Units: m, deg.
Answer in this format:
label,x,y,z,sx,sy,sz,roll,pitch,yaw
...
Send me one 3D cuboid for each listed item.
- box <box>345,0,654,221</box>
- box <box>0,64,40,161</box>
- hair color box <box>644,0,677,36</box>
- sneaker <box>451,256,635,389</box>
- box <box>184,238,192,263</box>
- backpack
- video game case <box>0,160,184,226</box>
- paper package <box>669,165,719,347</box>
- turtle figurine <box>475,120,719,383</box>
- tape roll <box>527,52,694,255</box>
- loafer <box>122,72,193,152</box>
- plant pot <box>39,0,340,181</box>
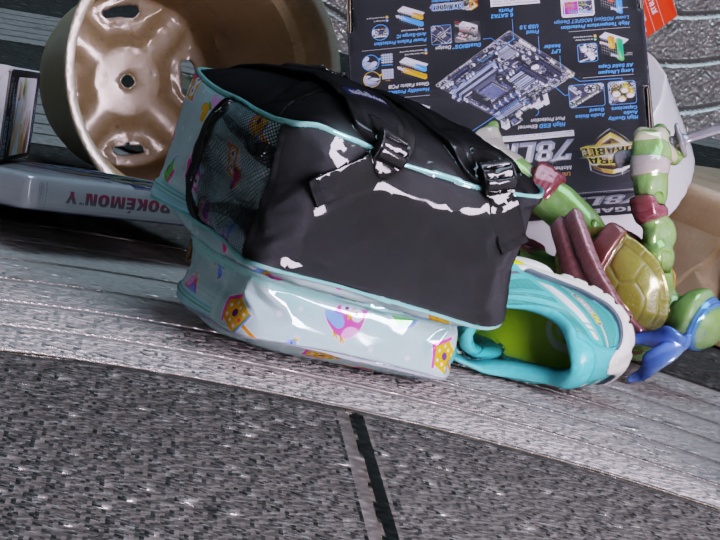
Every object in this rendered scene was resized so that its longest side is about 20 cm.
label,x,y,z,sx,sy,sz,roll,pitch,yaw
box,0.091,-0.130,1.827,0.199,0.200,0.050,-5,-19,5
box,-0.270,-0.107,1.762,0.116,0.061,0.200,8,3,-1
hair color box,0.107,-0.162,1.938,0.199,0.064,0.111,-34,34,-17
sneaker,0.059,0.018,1.592,0.199,0.078,0.080,17,18,22
box,0.000,0.000,1.777,0.163,0.021,0.200,16,10,19
backpack,-0.019,-0.033,1.509,0.175,0.154,0.200,11,18,-29
video game case,-0.192,-0.052,1.744,0.182,0.023,0.199,5,4,-42
paper package,0.271,-0.011,2.003,0.199,0.104,0.190,6,11,-44
turtle figurine,0.161,-0.022,1.730,0.193,0.200,0.144,24,-25,22
tape roll,0.126,-0.076,1.924,0.201,0.071,0.203,-18,32,12
loafer,-0.135,-0.113,2.186,0.069,0.076,0.200,22,7,-37
plant pot,-0.139,-0.135,1.969,0.199,0.202,0.183,10,-3,-23
